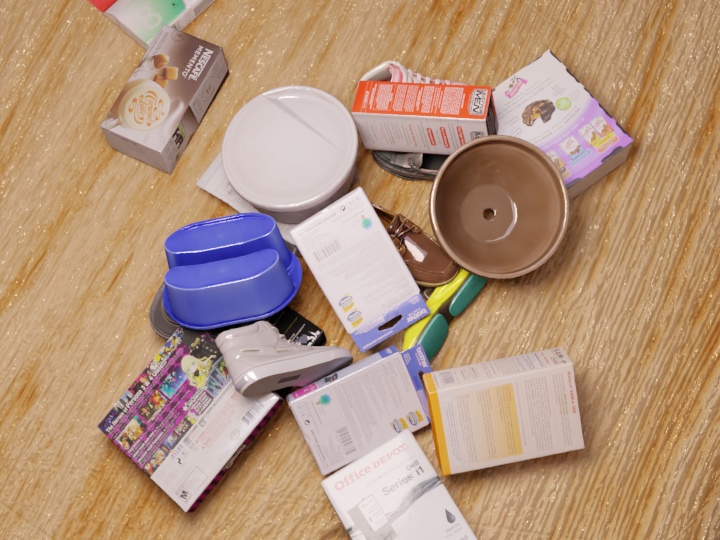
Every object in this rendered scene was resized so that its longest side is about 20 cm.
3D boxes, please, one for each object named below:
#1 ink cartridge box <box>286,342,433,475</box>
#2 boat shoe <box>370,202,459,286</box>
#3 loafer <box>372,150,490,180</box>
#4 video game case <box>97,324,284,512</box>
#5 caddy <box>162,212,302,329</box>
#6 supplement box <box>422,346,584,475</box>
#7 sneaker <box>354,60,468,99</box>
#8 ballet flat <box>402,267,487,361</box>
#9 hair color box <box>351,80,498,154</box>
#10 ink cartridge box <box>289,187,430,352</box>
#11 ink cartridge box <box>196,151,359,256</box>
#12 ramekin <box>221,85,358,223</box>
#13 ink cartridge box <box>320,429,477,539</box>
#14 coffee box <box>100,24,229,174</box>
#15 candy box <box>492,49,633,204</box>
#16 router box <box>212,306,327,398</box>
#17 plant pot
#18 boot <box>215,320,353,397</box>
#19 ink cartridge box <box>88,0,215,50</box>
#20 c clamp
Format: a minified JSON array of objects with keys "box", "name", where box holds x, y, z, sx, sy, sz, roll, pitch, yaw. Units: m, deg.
[{"box":[0.011,0.186,1.502,0.199,0.042,0.120,-24,106,-4],"name":"ink cartridge box"},{"box":[0.054,-0.043,1.579,0.199,0.068,0.072,31,69,28],"name":"boat shoe"},{"box":[0.112,-0.170,1.647,0.198,0.063,0.072,19,72,10],"name":"loafer"},{"box":[-0.234,0.196,1.492,0.181,0.036,0.200,38,86,17],"name":"video game case"},{"box":[-0.182,0.007,1.501,0.198,0.105,0.142,-11,48,2],"name":"caddy"},{"box":[0.194,0.190,1.473,0.198,0.074,0.127,-10,105,-1],"name":"supplement box"},{"box":[0.086,-0.271,1.666,0.198,0.105,0.076,-2,67,1],"name":"sneaker"},{"box":[0.108,0.058,1.569,0.067,0.067,0.200,26,69,35],"name":"ballet flat"},{"box":[0.096,-0.221,1.588,0.198,0.102,0.062,7,66,16],"name":"hair color box"},{"box":[0.000,0.000,1.527,0.119,0.042,0.201,-30,92,1],"name":"ink cartridge box"},{"box":[-0.127,-0.137,1.665,0.199,0.047,0.161,30,74,20],"name":"ink cartridge box"},{"box":[-0.097,-0.162,1.594,0.200,0.094,0.204,-3,67,6],"name":"ramekin"},{"box":[0.056,0.336,1.449,0.146,0.083,0.201,-30,70,-8],"name":"ink cartridge box"},{"box":[-0.303,-0.269,1.701,0.114,0.080,0.201,24,73,12],"name":"coffee box"},{"box":[0.282,-0.207,1.647,0.167,0.072,0.200,-34,72,-9],"name":"candy box"},{"box":[-0.165,0.131,1.556,0.149,0.051,0.200,33,74,16],"name":"router box"},{"box":[0.192,-0.087,1.557,0.199,0.093,0.203,0,86,-3],"name":"plant pot"},{"box":[-0.102,0.106,1.479,0.199,0.074,0.096,-5,56,-45],"name":"boot"},{"box":[-0.356,-0.472,1.800,0.200,0.050,0.161,41,77,14],"name":"ink cartridge box"},{"box":[-0.201,0.037,1.562,0.198,0.027,0.172,8,72,12],"name":"c clamp"}]
